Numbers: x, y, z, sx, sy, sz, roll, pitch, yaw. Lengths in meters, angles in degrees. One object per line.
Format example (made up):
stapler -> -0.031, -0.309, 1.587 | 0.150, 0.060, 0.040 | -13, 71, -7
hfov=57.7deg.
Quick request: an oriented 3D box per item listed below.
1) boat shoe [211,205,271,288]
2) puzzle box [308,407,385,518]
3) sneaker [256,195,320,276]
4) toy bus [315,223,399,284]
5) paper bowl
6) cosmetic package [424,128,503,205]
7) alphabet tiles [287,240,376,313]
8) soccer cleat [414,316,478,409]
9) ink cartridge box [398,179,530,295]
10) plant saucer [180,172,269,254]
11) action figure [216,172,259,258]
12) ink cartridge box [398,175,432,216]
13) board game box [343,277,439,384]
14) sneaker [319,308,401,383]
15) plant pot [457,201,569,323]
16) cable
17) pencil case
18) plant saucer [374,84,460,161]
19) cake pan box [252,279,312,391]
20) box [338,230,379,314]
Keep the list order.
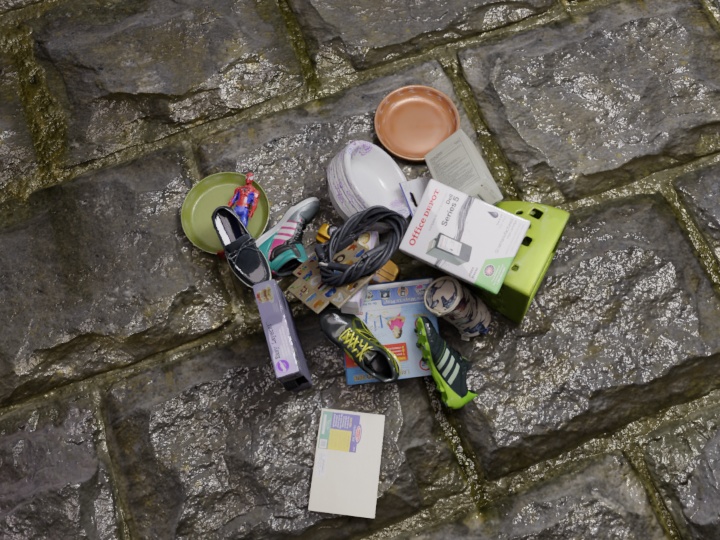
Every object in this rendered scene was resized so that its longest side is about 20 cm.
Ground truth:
boat shoe -> -0.253, -0.049, 1.367 | 0.074, 0.062, 0.200 | -28, 88, -7
puzzle box -> -0.025, 0.382, 1.305 | 0.133, 0.025, 0.201 | 6, 72, 4
sneaker -> -0.138, -0.062, 1.424 | 0.200, 0.084, 0.121 | -44, 71, -4
toy bus -> -0.010, -0.022, 1.420 | 0.200, 0.065, 0.078 | 29, 76, 10
paper bowl -> 0.010, -0.172, 1.418 | 0.104, 0.200, 0.201 | -32, 67, 36
cosmetic package -> 0.208, -0.194, 1.347 | 0.105, 0.071, 0.200 | -35, 36, 21
alphabet tiles -> -0.056, 0.005, 1.305 | 0.166, 0.006, 0.200 | -43, 36, -11
soccer cleat -> 0.168, 0.175, 1.289 | 0.081, 0.068, 0.200 | -24, 98, -10
ink cartridge box -> 0.191, -0.061, 1.212 | 0.200, 0.084, 0.146 | 25, 92, 11
plant saucer -> -0.303, -0.126, 1.480 | 0.199, 0.031, 0.201 | 0, 73, 1
action figure -> -0.264, -0.124, 1.439 | 0.065, 0.052, 0.201 | 8, 70, 9
ink cartridge box -> 0.187, -0.168, 1.456 | 0.199, 0.037, 0.095 | -14, 71, -20
board game box -> 0.059, 0.122, 1.341 | 0.199, 0.056, 0.196 | -6, 92, -1
sneaker -> 0.004, 0.144, 1.270 | 0.200, 0.085, 0.075 | 38, 90, -2
plant pot -> 0.297, -0.034, 1.351 | 0.181, 0.200, 0.199 | 25, 74, 17
cable -> 0.001, -0.051, 1.273 | 0.200, 0.051, 0.163 | -25, 36, 13
pencil case -> 0.196, 0.077, 1.309 | 0.078, 0.200, 0.090 | 3, 73, 32
plant saucer -> 0.132, -0.341, 1.537 | 0.199, 0.037, 0.201 | 0, 71, 1
cake pan box -> -0.152, 0.138, 1.308 | 0.052, 0.184, 0.200 | -18, 73, 0
box -> 0.000, 0.000, 1.314 | 0.041, 0.039, 0.200 | 5, 47, 13
